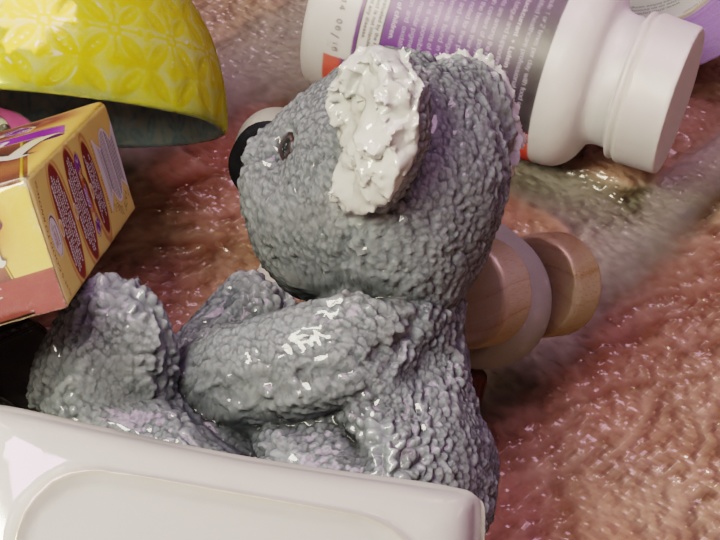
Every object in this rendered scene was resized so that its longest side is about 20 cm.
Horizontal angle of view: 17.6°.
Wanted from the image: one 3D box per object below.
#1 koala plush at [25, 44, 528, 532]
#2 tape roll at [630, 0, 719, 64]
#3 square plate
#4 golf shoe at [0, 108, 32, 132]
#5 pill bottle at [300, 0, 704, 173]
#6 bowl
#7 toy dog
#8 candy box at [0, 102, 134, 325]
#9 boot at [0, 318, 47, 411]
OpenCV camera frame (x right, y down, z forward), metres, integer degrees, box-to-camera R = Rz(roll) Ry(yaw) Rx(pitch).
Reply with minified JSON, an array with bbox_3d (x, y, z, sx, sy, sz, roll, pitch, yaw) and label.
[{"bbox_3d":[0.000,0.000,0.950,0.184,0.200,0.177,25,9,20],"label":"koala plush"},{"bbox_3d":[0.150,-0.210,1.318,0.200,0.200,0.066,12,35,3],"label":"tape roll"},{"bbox_3d":[-0.054,0.153,0.813,0.200,0.028,0.199,11,66,-13],"label":"square plate"},{"bbox_3d":[-0.229,-0.037,1.112,0.200,0.076,0.092,4,-8,16],"label":"golf shoe"},{"bbox_3d":[0.078,-0.121,1.255,0.200,0.112,0.111,19,36,13],"label":"pill bottle"},{"bbox_3d":[-0.160,-0.125,1.117,0.200,0.108,0.200,4,-4,0],"label":"bowl"},{"bbox_3d":[0.018,0.003,1.096,0.132,0.097,0.200,10,18,-34],"label":"toy dog"},{"bbox_3d":[-0.164,-0.015,0.945,0.116,0.057,0.200,-16,13,5],"label":"candy box"},{"bbox_3d":[-0.208,0.057,0.986,0.200,0.069,0.174,41,44,23],"label":"boot"}]
